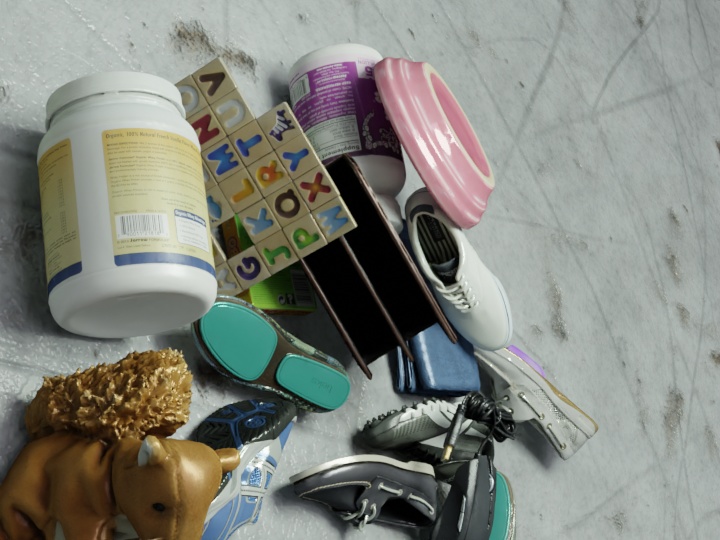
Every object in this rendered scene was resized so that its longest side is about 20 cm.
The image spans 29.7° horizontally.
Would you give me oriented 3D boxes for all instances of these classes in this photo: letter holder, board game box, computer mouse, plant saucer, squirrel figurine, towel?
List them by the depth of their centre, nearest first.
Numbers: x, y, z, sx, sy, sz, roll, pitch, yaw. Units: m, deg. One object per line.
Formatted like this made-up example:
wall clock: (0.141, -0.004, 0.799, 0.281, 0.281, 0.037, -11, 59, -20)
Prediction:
squirrel figurine: (-0.187, 0.149, 1.059, 0.141, 0.186, 0.202, 20, 56, -40)
letter holder: (0.000, 0.000, 1.327, 0.201, 0.100, 0.142, 60, -2, -10)
computer mouse: (0.111, 0.224, 1.379, 0.201, 0.046, 0.140, -65, 149, -14)
board game box: (-0.102, -0.053, 1.386, 0.095, 0.030, 0.202, 5, 70, -49)
plant saucer: (0.085, -0.142, 1.435, 0.201, 0.051, 0.201, 56, 15, -23)
towel: (0.074, 0.044, 1.516, 0.111, 0.048, 0.202, 10, 63, -46)

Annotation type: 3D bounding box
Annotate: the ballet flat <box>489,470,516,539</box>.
ballet flat: (0.135, 0.314, 1.444, 0.064, 0.067, 0.201, 60, 30, -52)

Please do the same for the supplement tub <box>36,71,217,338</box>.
supplement tub: (-0.205, -0.056, 1.179, 0.144, 0.144, 0.202, 11, 63, -45)

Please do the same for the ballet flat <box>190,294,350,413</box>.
ballet flat: (-0.096, 0.079, 1.298, 0.200, 0.074, 0.075, 38, 46, -35)

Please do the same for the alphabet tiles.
alphabet tiles: (-0.121, -0.089, 1.279, 0.201, 0.166, 0.008, 59, 20, -6)

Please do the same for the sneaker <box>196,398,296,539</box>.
sneaker: (-0.117, 0.184, 1.226, 0.200, 0.075, 0.078, -47, 132, -51)

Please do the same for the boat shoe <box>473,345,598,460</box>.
boat shoe: (0.186, 0.148, 1.570, 0.200, 0.071, 0.069, 40, 87, -12)

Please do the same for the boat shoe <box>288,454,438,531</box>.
boat shoe: (0.011, 0.222, 1.334, 0.199, 0.072, 0.063, 13, 58, -49)

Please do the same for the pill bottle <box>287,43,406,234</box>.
pill bottle: (-0.011, -0.132, 1.462, 0.112, 0.112, 0.202, 8, 65, -46)

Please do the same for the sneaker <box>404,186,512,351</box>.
sneaker: (0.099, 0.009, 1.453, 0.201, 0.073, 0.071, 58, 22, -15)

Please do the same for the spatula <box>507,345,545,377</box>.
spatula: (0.152, 0.072, 1.609, 0.200, 0.020, 0.057, 50, 45, -17)

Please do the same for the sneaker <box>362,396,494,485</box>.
sneaker: (0.083, 0.184, 1.437, 0.199, 0.066, 0.091, 2, 67, -50)
